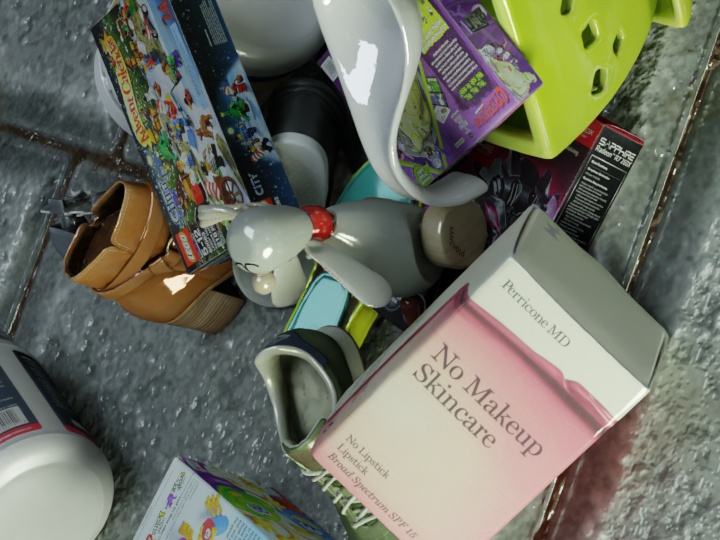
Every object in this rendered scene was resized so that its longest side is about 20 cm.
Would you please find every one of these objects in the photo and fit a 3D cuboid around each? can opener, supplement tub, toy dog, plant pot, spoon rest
[{"bbox_3d":[-0.194,-0.036,1.946,0.199,0.053,0.067,9,112,47],"label":"can opener"},{"bbox_3d":[-0.299,0.144,1.900,0.141,0.140,0.200,-56,43,13],"label":"supplement tub"},{"bbox_3d":[-0.008,0.001,1.574,0.132,0.198,0.097,-175,83,-65],"label":"toy dog"},{"bbox_3d":[0.103,-0.223,1.581,0.181,0.201,0.198,-37,37,-22],"label":"plant pot"},{"bbox_3d":[-0.119,-0.187,1.820,0.200,0.143,0.146,-36,48,58],"label":"supplement tub"},{"bbox_3d":[0.019,-0.121,1.510,0.061,0.201,0.099,-39,30,-23],"label":"spoon rest"}]

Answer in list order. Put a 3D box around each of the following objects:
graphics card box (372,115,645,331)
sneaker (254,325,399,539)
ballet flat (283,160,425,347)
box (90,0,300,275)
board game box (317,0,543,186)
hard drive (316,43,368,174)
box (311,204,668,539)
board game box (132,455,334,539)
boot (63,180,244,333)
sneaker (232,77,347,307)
[{"bbox_3d":[0.101,-0.030,1.629,0.125,0.051,0.201,35,101,47],"label":"graphics card box"},{"bbox_3d":[-0.018,0.132,1.615,0.067,0.090,0.201,-31,72,28],"label":"sneaker"},{"bbox_3d":[0.000,0.000,1.706,0.067,0.067,0.201,33,102,28],"label":"ballet flat"},{"bbox_3d":[-0.122,-0.110,1.690,0.136,0.037,0.201,-29,82,59],"label":"box"},{"bbox_3d":[0.043,-0.132,1.558,0.120,0.032,0.200,56,157,2],"label":"board game box"},{"bbox_3d":[0.027,-0.179,1.771,0.135,0.042,0.201,-35,52,31],"label":"hard drive"},{"bbox_3d":[0.084,0.080,1.520,0.200,0.128,0.109,-46,3,23],"label":"box"},{"bbox_3d":[-0.067,0.231,1.655,0.200,0.103,0.105,35,99,47],"label":"board game box"},{"bbox_3d":[-0.127,-0.048,1.791,0.074,0.154,0.201,39,102,47],"label":"boot"},{"bbox_3d":[-0.048,-0.061,1.752,0.201,0.070,0.100,103,-178,-49],"label":"sneaker"}]
